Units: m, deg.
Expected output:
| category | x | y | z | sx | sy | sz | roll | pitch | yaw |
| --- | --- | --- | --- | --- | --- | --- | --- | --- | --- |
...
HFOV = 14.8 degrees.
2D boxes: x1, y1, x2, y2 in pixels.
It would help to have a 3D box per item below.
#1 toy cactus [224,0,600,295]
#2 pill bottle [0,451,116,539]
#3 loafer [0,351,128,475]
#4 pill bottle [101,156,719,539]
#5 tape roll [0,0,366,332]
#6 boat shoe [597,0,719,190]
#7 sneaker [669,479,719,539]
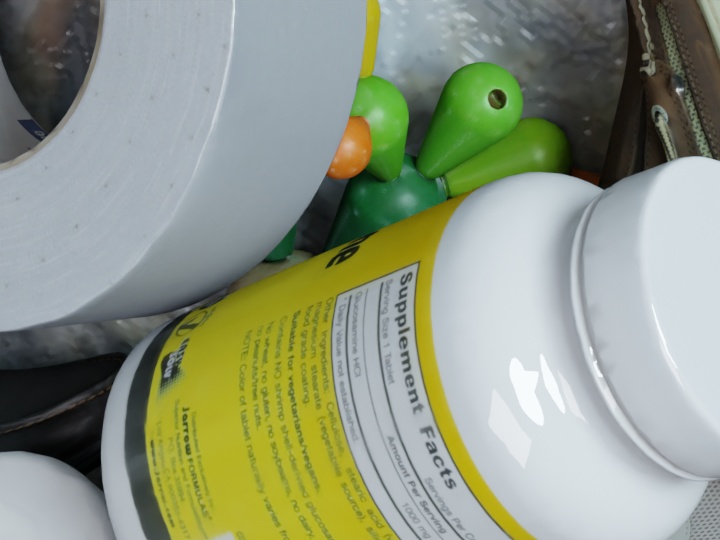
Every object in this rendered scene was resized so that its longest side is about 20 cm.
| category | x | y | z | sx | sy | sz | roll | pitch | yaw |
| --- | --- | --- | --- | --- | --- | --- | --- | --- | --- |
| toy cactus | 0.000 | 0.000 | 0.907 | 0.200 | 0.102 | 0.165 | 35 | 122 | -16 |
| pill bottle | -0.084 | 0.155 | 0.927 | 0.111 | 0.111 | 0.200 | -22 | 138 | 15 |
| loafer | -0.168 | 0.055 | 0.956 | 0.199 | 0.073 | 0.072 | -16 | 104 | 12 |
| pill bottle | 0.029 | 0.039 | 0.796 | 0.200 | 0.112 | 0.113 | -22 | 108 | 38 |
| tape roll | -0.096 | -0.083 | 0.841 | 0.200 | 0.066 | 0.201 | 3 | 95 | 35 |
| boat shoe | 0.100 | -0.037 | 0.838 | 0.075 | 0.075 | 0.203 | -26 | 69 | 10 |
| sneaker | 0.058 | 0.107 | 0.934 | 0.200 | 0.088 | 0.081 | -32 | 104 | 18 |
